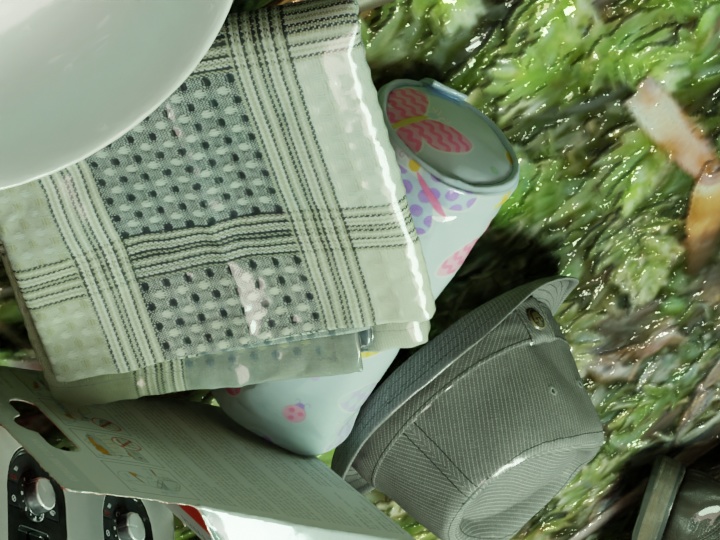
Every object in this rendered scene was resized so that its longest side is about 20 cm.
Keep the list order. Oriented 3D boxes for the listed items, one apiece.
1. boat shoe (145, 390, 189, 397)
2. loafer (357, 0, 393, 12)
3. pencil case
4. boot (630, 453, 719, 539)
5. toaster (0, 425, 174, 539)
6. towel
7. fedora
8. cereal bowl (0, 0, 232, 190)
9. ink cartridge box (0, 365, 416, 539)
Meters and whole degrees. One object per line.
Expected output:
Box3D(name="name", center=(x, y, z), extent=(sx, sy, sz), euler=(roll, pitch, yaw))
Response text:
Box3D(name="boat shoe", center=(-0.068, -0.005, 1.073), extent=(0.075, 0.074, 0.201), euler=(-6, 139, -32))
Box3D(name="loafer", center=(0.008, -0.151, 0.960), extent=(0.199, 0.073, 0.071), euler=(-2, 142, -23))
Box3D(name="pencil case", center=(0.000, 0.000, 1.120), extent=(0.083, 0.091, 0.200), euler=(28, 123, -9))
Box3D(name="boot", center=(0.269, 0.212, 1.533), extent=(0.201, 0.173, 0.069), euler=(92, 18, -50))
Box3D(name="toaster", center=(-0.210, 0.166, 1.104), extent=(0.199, 0.119, 0.181), euler=(-20, 154, 20))
Box3D(name="towel", center=(-0.072, -0.020, 0.992), extent=(0.191, 0.035, 0.201), euler=(-10, 130, 7))
Box3D(name="fedora", center=(0.075, 0.090, 1.238), extent=(0.177, 0.090, 0.200), euler=(-46, 163, 16))
Box3D(name="cereal bowl", center=(-0.148, -0.126, 0.848), extent=(0.199, 0.084, 0.201), euler=(-21, 146, -15))
Box3D(name="ink cartridge box", center=(-0.093, 0.106, 1.083), extent=(0.199, 0.162, 0.050), euler=(11, 103, -35))
